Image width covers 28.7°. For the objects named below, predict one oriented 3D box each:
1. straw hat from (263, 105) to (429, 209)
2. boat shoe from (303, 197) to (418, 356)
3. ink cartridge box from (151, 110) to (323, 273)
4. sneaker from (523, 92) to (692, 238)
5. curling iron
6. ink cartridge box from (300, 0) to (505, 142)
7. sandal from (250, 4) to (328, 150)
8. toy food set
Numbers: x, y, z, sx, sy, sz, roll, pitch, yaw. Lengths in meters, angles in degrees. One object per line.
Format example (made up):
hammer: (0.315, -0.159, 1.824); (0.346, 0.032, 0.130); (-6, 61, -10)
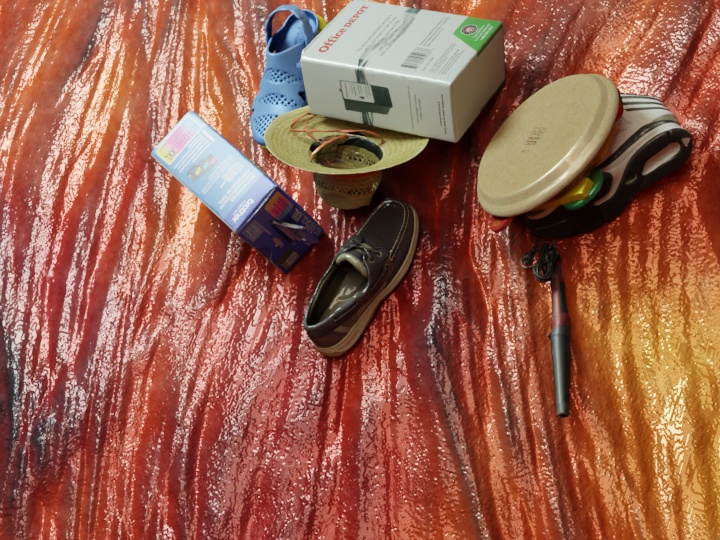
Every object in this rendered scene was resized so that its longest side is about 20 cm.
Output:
straw hat: (-0.016, -0.119, 1.627); (0.199, 0.086, 0.202); (-1, 30, 1)
boat shoe: (0.000, 0.000, 1.584); (0.072, 0.065, 0.201); (25, 76, 30)
ink cartridge box: (-0.132, -0.081, 1.630); (0.076, 0.136, 0.200); (-47, 59, 0)
sneaker: (0.260, -0.121, 1.555); (0.199, 0.076, 0.116); (-31, 40, 11)
curling iron: (0.203, 0.061, 1.499); (0.049, 0.026, 0.202); (4, 66, -19)
ink cartridge box: (0.050, -0.236, 1.636); (0.198, 0.084, 0.147); (15, 44, 26)
sandal: (-0.097, -0.244, 1.723); (0.079, 0.087, 0.202); (2, 69, 19)
toy food set: (0.201, -0.129, 1.517); (0.199, 0.049, 0.199); (-11, 44, 52)
